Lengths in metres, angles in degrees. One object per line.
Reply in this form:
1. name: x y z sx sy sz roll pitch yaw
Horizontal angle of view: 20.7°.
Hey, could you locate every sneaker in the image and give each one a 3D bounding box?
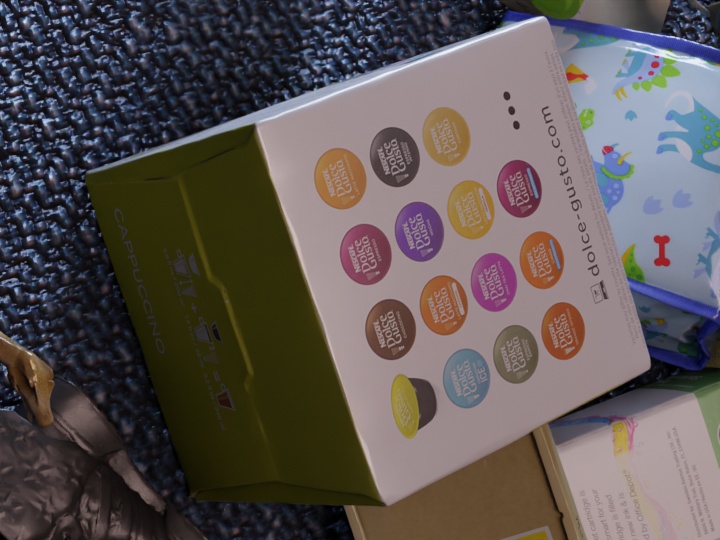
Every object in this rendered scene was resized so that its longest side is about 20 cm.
1. sneaker: -0.158 0.136 1.036 0.104 0.060 0.200 -44 104 -30

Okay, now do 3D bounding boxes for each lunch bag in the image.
1. lunch bag: 0.150 -0.056 1.212 0.199 0.128 0.171 20 71 9

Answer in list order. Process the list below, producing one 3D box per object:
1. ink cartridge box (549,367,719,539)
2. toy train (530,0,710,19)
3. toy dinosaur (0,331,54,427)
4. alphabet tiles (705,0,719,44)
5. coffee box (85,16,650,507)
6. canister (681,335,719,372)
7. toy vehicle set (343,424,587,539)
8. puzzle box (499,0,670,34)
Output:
1. ink cartridge box: 0.159 0.159 1.203 0.199 0.087 0.146 -20 96 -19
2. toy train: 0.143 -0.197 1.216 0.200 0.084 0.116 48 55 -21
3. toy dinosaur: -0.229 0.003 0.970 0.200 0.101 0.058 38 66 -26
4. alphabet tiles: 0.261 -0.125 1.202 0.006 0.200 0.167 -25 95 -6
5. coffee box: 0.000 0.000 1.068 0.197 0.200 0.201 -23 98 -33
6. canister: 0.279 0.055 1.323 0.148 0.086 0.201 -16 96 -34
7. toy vehicle set: 0.073 0.182 1.121 0.027 0.124 0.201 -37 109 -76
8. puzzle box: 0.128 -0.227 1.282 0.199 0.025 0.134 30 70 -28
